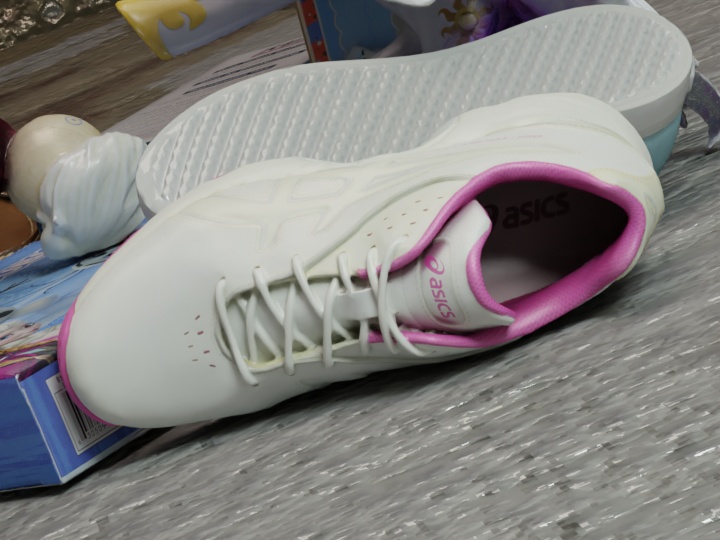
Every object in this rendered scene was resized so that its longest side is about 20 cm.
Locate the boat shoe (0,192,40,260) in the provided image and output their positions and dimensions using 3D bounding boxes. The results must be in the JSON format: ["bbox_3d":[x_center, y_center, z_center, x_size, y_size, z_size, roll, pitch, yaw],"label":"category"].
[{"bbox_3d":[-0.183,-0.015,1.362,0.072,0.068,0.200,-22,11,-17],"label":"boat shoe"}]

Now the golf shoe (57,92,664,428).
[{"bbox_3d":[0.000,0.000,0.925,0.199,0.076,0.092,-22,14,-1],"label":"golf shoe"}]

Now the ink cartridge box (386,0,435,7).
[{"bbox_3d":[0.008,-0.182,1.073,0.115,0.201,0.067,14,-14,15],"label":"ink cartridge box"}]

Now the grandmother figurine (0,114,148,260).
[{"bbox_3d":[-0.171,-0.052,1.085,0.199,0.061,0.121,15,18,-3],"label":"grandmother figurine"}]

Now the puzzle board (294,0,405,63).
[{"bbox_3d":[0.039,-0.140,1.224,0.150,0.201,0.017,-25,25,-22],"label":"puzzle board"}]

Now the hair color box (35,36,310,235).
[{"bbox_3d":[-0.054,-0.054,1.333,0.100,0.061,0.200,-14,12,30],"label":"hair color box"}]

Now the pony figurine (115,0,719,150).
[{"bbox_3d":[0.037,-0.104,1.141,0.200,0.193,0.167,-41,10,1],"label":"pony figurine"}]

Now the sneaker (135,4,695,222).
[{"bbox_3d":[0.021,-0.027,1.026,0.199,0.082,0.074,-12,46,-14],"label":"sneaker"}]

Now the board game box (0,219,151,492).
[{"bbox_3d":[-0.114,0.028,1.076,0.199,0.044,0.200,-13,13,42],"label":"board game box"}]
